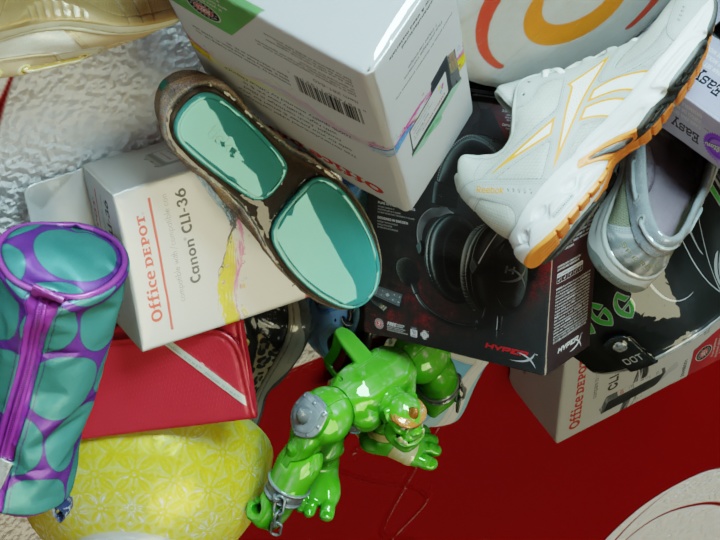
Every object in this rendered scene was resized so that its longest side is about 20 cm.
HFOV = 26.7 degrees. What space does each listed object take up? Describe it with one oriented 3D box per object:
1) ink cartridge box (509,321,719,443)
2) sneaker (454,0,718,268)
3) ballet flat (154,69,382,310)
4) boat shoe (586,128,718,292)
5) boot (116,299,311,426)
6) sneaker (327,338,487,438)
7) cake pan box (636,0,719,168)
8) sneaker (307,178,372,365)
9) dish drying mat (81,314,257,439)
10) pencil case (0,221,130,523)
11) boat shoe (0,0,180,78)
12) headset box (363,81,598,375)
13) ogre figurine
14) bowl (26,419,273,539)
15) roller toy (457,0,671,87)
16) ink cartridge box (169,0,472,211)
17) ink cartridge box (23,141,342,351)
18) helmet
[{"bbox_3d":[0.245,0.054,1.411,0.199,0.084,0.145,-24,145,-15],"label":"ink cartridge box"},{"bbox_3d":[0.134,-0.104,0.919,0.200,0.092,0.076,-50,166,-4],"label":"sneaker"},{"bbox_3d":[-0.056,-0.054,0.940,0.068,0.067,0.200,-43,124,-5],"label":"ballet flat"},{"bbox_3d":[0.210,-0.075,1.020,0.065,0.074,0.202,-45,-167,52],"label":"boat shoe"},{"bbox_3d":[-0.143,0.081,1.138,0.153,0.074,0.204,6,133,-35],"label":"boot"},{"bbox_3d":[0.037,0.077,1.270,0.130,0.080,0.201,-17,141,-26],"label":"sneaker"},{"bbox_3d":[0.244,-0.174,1.009,0.184,0.200,0.052,-40,150,-13],"label":"cake pan box"},{"bbox_3d":[0.000,0.000,1.136,0.078,0.090,0.201,-18,142,-23],"label":"sneaker"},{"bbox_3d":[-0.173,0.077,1.040,0.199,0.018,0.077,-7,104,6],"label":"dish drying mat"},{"bbox_3d":[-0.205,0.066,0.961,0.085,0.093,0.201,18,122,-2],"label":"pencil case"},{"bbox_3d":[-0.182,-0.145,0.840,0.199,0.074,0.069,-14,164,-40],"label":"boat shoe"},{"bbox_3d":[0.084,-0.046,1.042,0.077,0.148,0.201,-26,123,-53],"label":"headset box"},{"bbox_3d":[0.003,0.108,1.118,0.199,0.098,0.120,-13,141,-18],"label":"ogre figurine"},{"bbox_3d":[-0.166,0.179,1.122,0.199,0.108,0.201,1,147,1],"label":"bowl"},{"bbox_3d":[0.104,-0.216,0.926,0.181,0.140,0.200,-17,151,-15],"label":"roller toy"},{"bbox_3d":[-0.021,-0.132,0.866,0.084,0.144,0.200,-56,164,-11],"label":"ink cartridge box"},{"bbox_3d":[-0.110,-0.024,1.004,0.199,0.067,0.117,-19,118,-22],"label":"ink cartridge box"},{"bbox_3d":[0.186,-0.041,1.145,0.199,0.200,0.191,-31,101,7],"label":"helmet"}]
